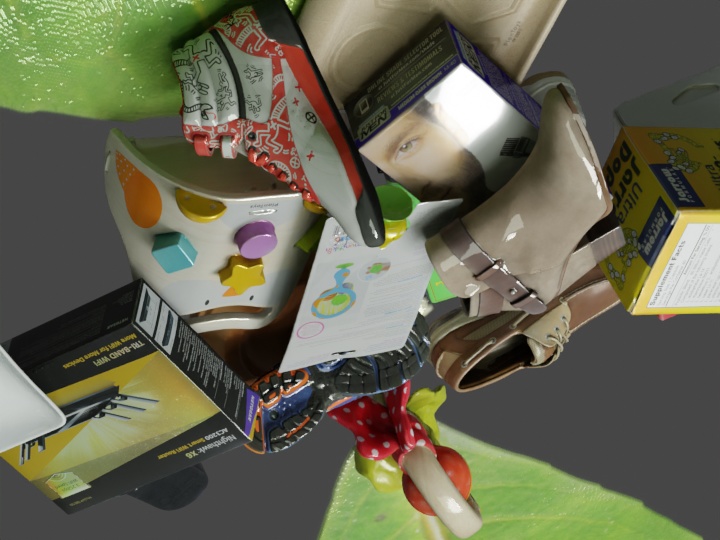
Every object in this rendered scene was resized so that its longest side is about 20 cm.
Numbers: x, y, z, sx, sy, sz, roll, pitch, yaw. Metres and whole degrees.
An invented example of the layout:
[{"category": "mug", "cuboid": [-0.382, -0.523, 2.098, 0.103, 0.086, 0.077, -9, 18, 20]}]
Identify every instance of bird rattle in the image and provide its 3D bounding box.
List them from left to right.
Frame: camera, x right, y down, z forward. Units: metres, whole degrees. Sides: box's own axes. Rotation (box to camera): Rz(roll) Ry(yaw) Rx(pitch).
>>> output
[{"category": "bird rattle", "cuboid": [0.059, 0.162, 1.876, 0.112, 0.163, 0.200, -36, 173, -5]}]

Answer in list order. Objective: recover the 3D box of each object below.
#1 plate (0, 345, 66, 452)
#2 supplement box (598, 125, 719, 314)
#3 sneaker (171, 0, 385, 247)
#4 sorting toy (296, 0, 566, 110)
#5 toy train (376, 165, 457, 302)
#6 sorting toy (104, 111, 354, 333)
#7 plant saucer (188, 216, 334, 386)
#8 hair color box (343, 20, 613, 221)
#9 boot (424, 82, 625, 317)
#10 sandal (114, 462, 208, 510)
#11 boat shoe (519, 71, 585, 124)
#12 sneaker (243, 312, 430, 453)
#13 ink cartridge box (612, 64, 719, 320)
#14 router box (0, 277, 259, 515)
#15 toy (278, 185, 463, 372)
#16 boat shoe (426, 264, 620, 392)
[{"category": "plate", "cuboid": [-0.352, 0.094, 1.603, 0.199, 0.032, 0.200, -23, 142, 6]}, {"category": "supplement box", "cuboid": [0.296, -0.041, 1.722, 0.198, 0.110, 0.109, 0, 131, -27]}, {"category": "sneaker", "cuboid": [-0.064, -0.092, 1.560, 0.107, 0.203, 0.067, -25, 180, 6]}, {"category": "sorting toy", "cuboid": [0.050, -0.196, 1.617, 0.199, 0.037, 0.186, 8, 129, -28]}, {"category": "toy train", "cuboid": [0.058, -0.044, 1.773, 0.056, 0.042, 0.201, -16, 140, 4]}, {"category": "sorting toy", "cuboid": [-0.101, -0.021, 1.658, 0.198, 0.107, 0.181, -6, 137, -23]}, {"category": "plant saucer", "cuboid": [-0.048, 0.040, 1.803, 0.199, 0.038, 0.201, -16, 138, -14]}, {"category": "hair color box", "cuboid": [0.093, -0.092, 1.650, 0.109, 0.065, 0.200, -39, 127, 19]}, {"category": "boot", "cuboid": [0.118, -0.041, 1.611, 0.145, 0.071, 0.201, -23, 133, 4]}, {"category": "sandal", "cuboid": [-0.207, 0.170, 1.846, 0.199, 0.043, 0.076, 22, 120, -42]}, {"category": "boat shoe", "cuboid": [0.145, -0.069, 1.768, 0.070, 0.070, 0.201, -12, 138, -20]}, {"category": "sneaker", "cuboid": [-0.030, 0.084, 1.785, 0.199, 0.078, 0.076, -26, 98, -19]}, {"category": "ink cartridge box", "cuboid": [0.303, -0.071, 1.840, 0.143, 0.084, 0.201, -21, 138, -7]}, {"category": "router box", "cuboid": [-0.206, 0.105, 1.697, 0.199, 0.052, 0.157, -24, 127, 28]}, {"category": "toy", "cuboid": [0.000, 0.000, 1.677, 0.114, 0.047, 0.200, -10, 149, -22]}, {"category": "boat shoe", "cuboid": [0.157, 0.054, 1.900, 0.199, 0.072, 0.076, -25, 140, -3]}]
